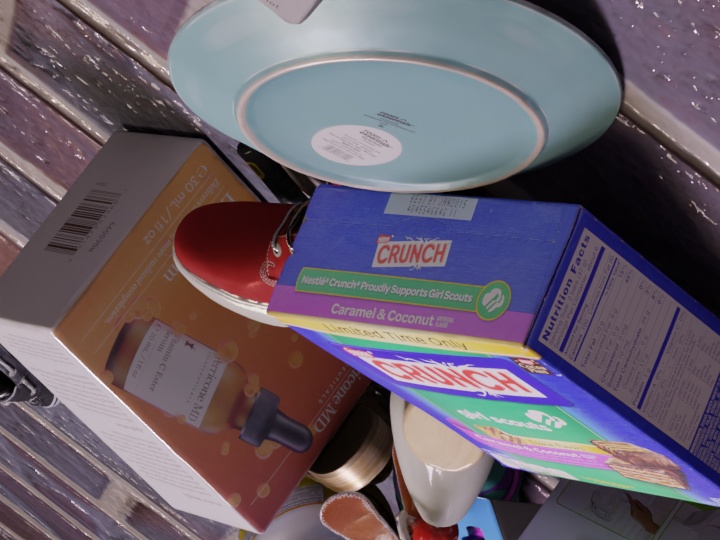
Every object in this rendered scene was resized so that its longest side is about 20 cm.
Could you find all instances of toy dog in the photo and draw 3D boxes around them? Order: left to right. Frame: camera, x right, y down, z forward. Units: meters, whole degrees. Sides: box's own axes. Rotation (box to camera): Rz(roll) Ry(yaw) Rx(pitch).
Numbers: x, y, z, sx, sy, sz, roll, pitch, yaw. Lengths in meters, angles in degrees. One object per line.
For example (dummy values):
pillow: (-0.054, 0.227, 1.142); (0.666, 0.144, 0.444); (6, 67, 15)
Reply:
toy dog: (0.023, 0.106, 1.419); (0.096, 0.201, 0.132); (28, -167, 12)

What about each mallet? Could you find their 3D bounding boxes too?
mallet: (0.000, 0.000, 1.456); (0.066, 0.041, 0.200); (13, 146, 51)

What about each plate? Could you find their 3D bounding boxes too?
plate: (0.014, -0.072, 1.104); (0.199, 0.026, 0.200); (4, 158, 2)

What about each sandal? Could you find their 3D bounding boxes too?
sandal: (-0.006, 0.116, 1.626); (0.070, 0.078, 0.212); (43, 177, -17)

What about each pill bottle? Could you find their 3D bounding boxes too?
pill bottle: (-0.025, 0.192, 1.624); (0.109, 0.109, 0.200); (39, -175, -7)

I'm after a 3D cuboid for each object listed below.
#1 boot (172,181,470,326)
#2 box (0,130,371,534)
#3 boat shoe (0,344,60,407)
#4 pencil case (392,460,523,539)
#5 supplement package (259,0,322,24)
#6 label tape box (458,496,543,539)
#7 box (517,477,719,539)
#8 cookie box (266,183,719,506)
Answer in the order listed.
boot: (-0.024, -0.029, 1.342); (0.199, 0.073, 0.144); (10, 151, 24)
box: (-0.105, 0.037, 1.550); (0.200, 0.153, 0.106); (46, 159, -29)
boat shoe: (-0.301, 0.082, 2.178); (0.072, 0.068, 0.200); (32, 162, 15)
pencil case: (0.067, 0.162, 1.636); (0.200, 0.085, 0.093); (80, 167, -63)
supplement package: (-0.031, -0.212, 0.792); (0.191, 0.147, 0.200); (38, 163, -3)
label tape box: (0.139, 0.194, 1.502); (0.199, 0.064, 0.144); (4, 152, 14)
box: (0.183, 0.182, 1.324); (0.199, 0.177, 0.097); (25, 159, 31)
cookie box: (0.084, 0.037, 1.221); (0.171, 0.076, 0.200); (7, 159, 45)
